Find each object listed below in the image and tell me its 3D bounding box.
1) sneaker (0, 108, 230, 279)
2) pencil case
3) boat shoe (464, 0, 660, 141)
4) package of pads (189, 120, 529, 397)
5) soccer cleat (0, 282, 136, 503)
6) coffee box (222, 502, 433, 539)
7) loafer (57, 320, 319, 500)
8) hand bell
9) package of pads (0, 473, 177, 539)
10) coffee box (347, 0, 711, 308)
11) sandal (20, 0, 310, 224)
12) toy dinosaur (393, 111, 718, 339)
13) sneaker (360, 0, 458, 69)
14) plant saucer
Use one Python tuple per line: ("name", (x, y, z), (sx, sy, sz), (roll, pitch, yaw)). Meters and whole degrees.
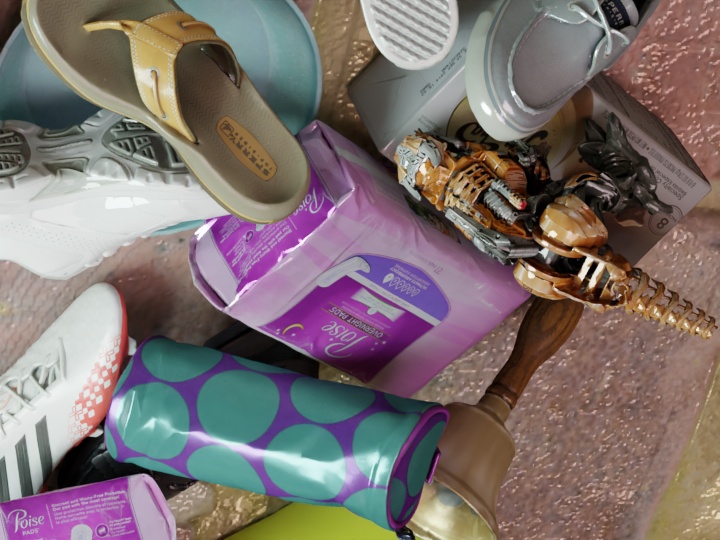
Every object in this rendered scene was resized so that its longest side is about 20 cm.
("sneaker", (-0.154, -0.040, 1.668), (0.199, 0.078, 0.100), (-2, 135, -4))
("pencil case", (-0.051, 0.099, 1.729), (0.092, 0.200, 0.085), (42, 62, -70))
("boat shoe", (0.127, -0.150, 1.653), (0.071, 0.201, 0.070), (-18, 115, 42))
("package of pads", (0.000, 0.000, 1.748), (0.120, 0.076, 0.200), (-42, 140, 16))
("soccer cleat", (-0.209, 0.088, 1.780), (0.085, 0.069, 0.200), (12, 124, -35))
("coffee box", (-0.002, 0.285, 1.903), (0.199, 0.200, 0.198), (-29, 128, 2))
("loafer", (-0.110, 0.101, 1.824), (0.200, 0.063, 0.072), (-38, 127, 9))
("hand bell", (0.093, 0.076, 1.833), (0.200, 0.104, 0.104), (-55, 132, -24))
("package of pads", (-0.187, 0.197, 1.806), (0.120, 0.076, 0.200), (-11, 161, -15))
("coffee box", (0.105, -0.080, 1.759), (0.113, 0.080, 0.200), (-45, 125, 13))
("sandal", (-0.099, -0.105, 1.597), (0.200, 0.054, 0.080), (43, 65, -14))
("toy dinosaur", (0.114, -0.018, 1.663), (0.102, 0.136, 0.200), (-40, 85, 29))
("sneaker", (0.014, -0.218, 1.646), (0.074, 0.082, 0.201), (-6, 104, -1))
("plant saucer", (-0.123, -0.110, 1.685), (0.199, 0.036, 0.200), (-8, 129, -10))
